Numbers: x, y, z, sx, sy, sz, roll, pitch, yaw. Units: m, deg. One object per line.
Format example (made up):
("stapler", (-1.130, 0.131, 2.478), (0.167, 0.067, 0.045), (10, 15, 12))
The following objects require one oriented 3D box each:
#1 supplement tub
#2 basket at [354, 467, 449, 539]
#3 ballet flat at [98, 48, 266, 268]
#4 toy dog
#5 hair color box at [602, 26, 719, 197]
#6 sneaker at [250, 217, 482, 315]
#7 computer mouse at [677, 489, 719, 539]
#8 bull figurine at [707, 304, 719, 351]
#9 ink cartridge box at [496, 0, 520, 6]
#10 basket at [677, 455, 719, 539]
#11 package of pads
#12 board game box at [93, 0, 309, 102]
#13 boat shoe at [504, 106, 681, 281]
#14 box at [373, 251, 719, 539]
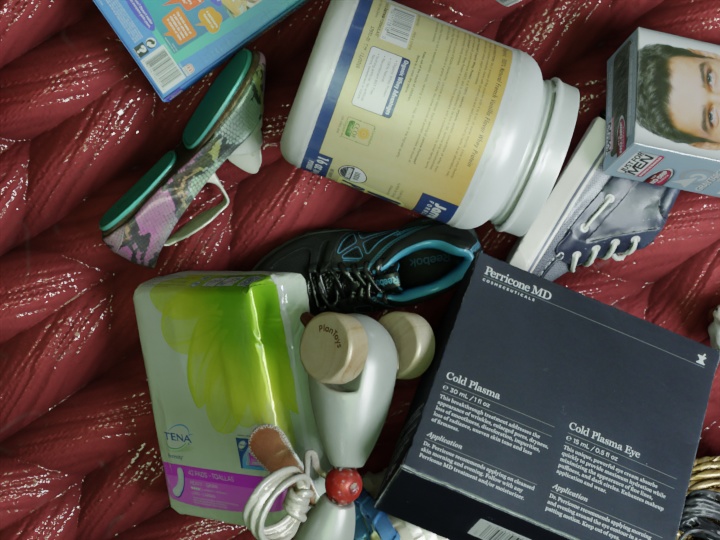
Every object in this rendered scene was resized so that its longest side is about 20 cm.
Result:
("supplement tub", (0.052, -0.117, 0.973), (0.199, 0.144, 0.145), (21, 98, -4))
("basket", (0.017, 0.239, 1.011), (0.199, 0.176, 0.140), (-19, 102, -9))
("ballet flat", (-0.125, -0.083, 1.021), (0.071, 0.069, 0.200), (37, 101, -24))
("toy dog", (-0.028, 0.108, 0.924), (0.132, 0.096, 0.201), (37, 78, -45))
("hair color box", (0.292, -0.112, 0.989), (0.199, 0.061, 0.100), (10, 70, -11))
("sneaker", (0.000, 0.000, 1.022), (0.199, 0.082, 0.074), (-16, 100, 3))
("computer mouse", (0.238, 0.266, 0.956), (0.138, 0.053, 0.200), (35, 93, -16))
("bull figurine", (0.380, 0.048, 1.037), (0.199, 0.065, 0.122), (25, 123, -14))
("ink cartridge box", (0.078, -0.329, 0.971), (0.199, 0.045, 0.177), (30, 88, -10))
("basket", (0.267, 0.244, 1.006), (0.199, 0.150, 0.143), (-15, 142, 2))
("package of pads", (-0.099, 0.100, 1.007), (0.154, 0.068, 0.201), (0, 103, 44))
("board game box", (-0.115, -0.251, 1.000), (0.199, 0.045, 0.153), (-34, 97, 4))
("boat shoe", (0.182, -0.025, 1.023), (0.092, 0.075, 0.201), (32, 96, 2))
("box", (0.138, 0.118, 0.938), (0.199, 0.104, 0.183), (23, 62, 1))
